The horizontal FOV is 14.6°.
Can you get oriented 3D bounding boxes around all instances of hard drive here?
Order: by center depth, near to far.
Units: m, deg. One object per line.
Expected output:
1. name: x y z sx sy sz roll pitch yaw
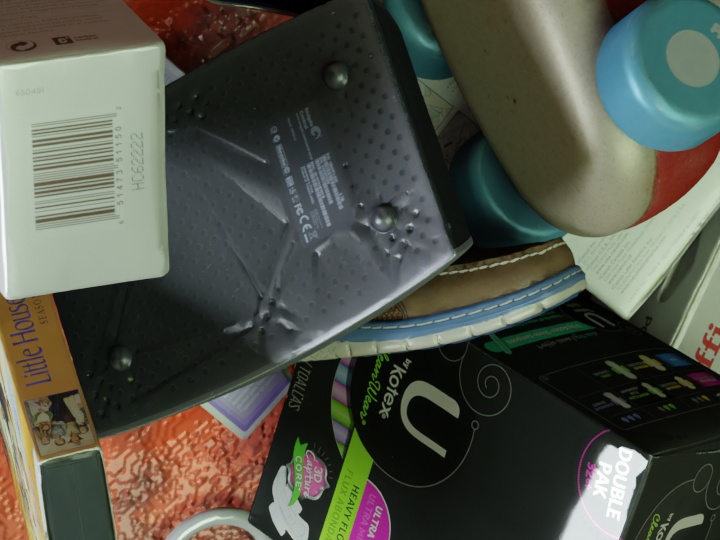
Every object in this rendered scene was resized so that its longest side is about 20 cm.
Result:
1. hard drive: -0.048 -0.020 1.200 0.200 0.135 0.042 -28 163 29

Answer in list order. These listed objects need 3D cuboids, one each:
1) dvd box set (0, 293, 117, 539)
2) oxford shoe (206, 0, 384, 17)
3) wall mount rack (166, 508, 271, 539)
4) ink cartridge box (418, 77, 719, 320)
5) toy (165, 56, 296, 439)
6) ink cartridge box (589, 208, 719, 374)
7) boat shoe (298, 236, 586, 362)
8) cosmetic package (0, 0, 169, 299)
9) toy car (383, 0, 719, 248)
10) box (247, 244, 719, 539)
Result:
1. dvd box set: -0.136 0.078 1.223 0.029 0.200 0.147 -13 126 -10
2. oxford shoe: -0.079 -0.158 1.196 0.199 0.073 0.071 17 116 -3
3. wall mount rack: -0.107 0.216 1.376 0.173 0.075 0.201 10 108 -27
4. ink cartridge box: 0.082 -0.081 1.330 0.200 0.050 0.109 38 95 2
5. toy: -0.077 -0.010 1.309 0.115 0.047 0.200 -48 123 2
6. ink cartridge box: 0.218 0.033 1.425 0.200 0.083 0.147 30 85 -32
7. boat shoe: 0.000 0.000 1.230 0.199 0.072 0.073 -10 93 22
8. cosmetic package: -0.142 -0.075 1.159 0.071 0.200 0.102 -9 117 -21
9. toy car: 0.138 -0.122 1.239 0.199 0.184 0.177 -21 82 -28
10. box: 0.072 0.095 1.313 0.124 0.200 0.149 -9 123 -50
